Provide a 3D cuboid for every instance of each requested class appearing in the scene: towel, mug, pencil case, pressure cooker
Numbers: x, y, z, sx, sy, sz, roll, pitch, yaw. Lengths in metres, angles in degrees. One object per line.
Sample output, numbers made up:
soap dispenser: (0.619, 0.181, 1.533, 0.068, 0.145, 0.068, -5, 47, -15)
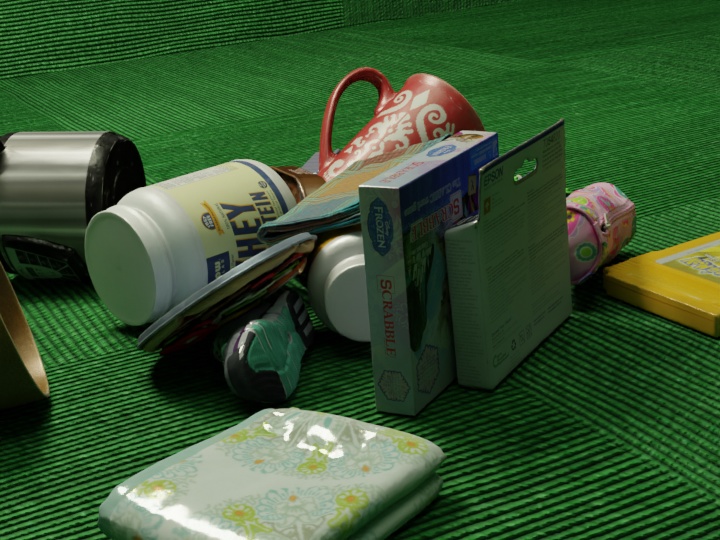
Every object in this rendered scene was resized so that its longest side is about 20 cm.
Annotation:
towel: (-0.002, -0.086, 1.248, 0.146, 0.022, 0.200, -12, 19, 36)
mug: (0.024, -0.134, 1.470, 0.177, 0.134, 0.200, 34, 67, 27)
pencil case: (0.238, -0.041, 1.282, 0.087, 0.088, 0.200, 3, 10, 22)
pressure cooker: (-0.370, -0.078, 1.447, 0.199, 0.176, 0.179, 1, 16, 8)
towel: (-0.058, 0.158, 0.863, 0.171, 0.048, 0.200, 9, 23, 37)

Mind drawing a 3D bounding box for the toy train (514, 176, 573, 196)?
toy train: (0.169, -0.085, 1.380, 0.200, 0.042, 0.056, 8, -1, -41)

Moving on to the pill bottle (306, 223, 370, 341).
pill bottle: (0.000, 0.000, 1.218, 0.109, 0.110, 0.200, -5, 18, -1)

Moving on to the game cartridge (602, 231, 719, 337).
game cartridge: (0.370, 0.006, 1.226, 0.200, 0.033, 0.176, -14, 20, -26)

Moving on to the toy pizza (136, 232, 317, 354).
toy pizza: (-0.121, 0.028, 1.152, 0.200, 0.032, 0.200, -32, -3, -2)

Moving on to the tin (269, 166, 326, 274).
tin: (-0.072, -0.060, 1.404, 0.042, 0.112, 0.200, -1, 12, -19)

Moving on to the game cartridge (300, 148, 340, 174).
game cartridge: (0.020, -0.141, 1.668, 0.199, 0.039, 0.130, -1, 15, 12)

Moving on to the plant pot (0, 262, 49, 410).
plant pot: (-0.404, 0.064, 1.066, 0.200, 0.187, 0.186, -22, 22, -10)

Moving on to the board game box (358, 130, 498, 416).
board game box: (0.070, -0.004, 1.071, 0.041, 0.200, 0.200, 6, 22, 29)

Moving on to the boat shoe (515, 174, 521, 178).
boat shoe: (0.178, -0.086, 1.495, 0.199, 0.066, 0.074, 2, 19, 20)

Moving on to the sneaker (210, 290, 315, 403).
sneaker: (-0.103, 0.081, 1.103, 0.087, 0.075, 0.200, -20, 8, 15)

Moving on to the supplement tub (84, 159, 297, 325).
supplement tub: (-0.176, -0.030, 1.297, 0.145, 0.145, 0.200, 13, 26, 42)

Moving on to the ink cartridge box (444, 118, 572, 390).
ink cartridge box: (0.138, -0.021, 1.103, 0.040, 0.201, 0.199, 6, 21, 30)
